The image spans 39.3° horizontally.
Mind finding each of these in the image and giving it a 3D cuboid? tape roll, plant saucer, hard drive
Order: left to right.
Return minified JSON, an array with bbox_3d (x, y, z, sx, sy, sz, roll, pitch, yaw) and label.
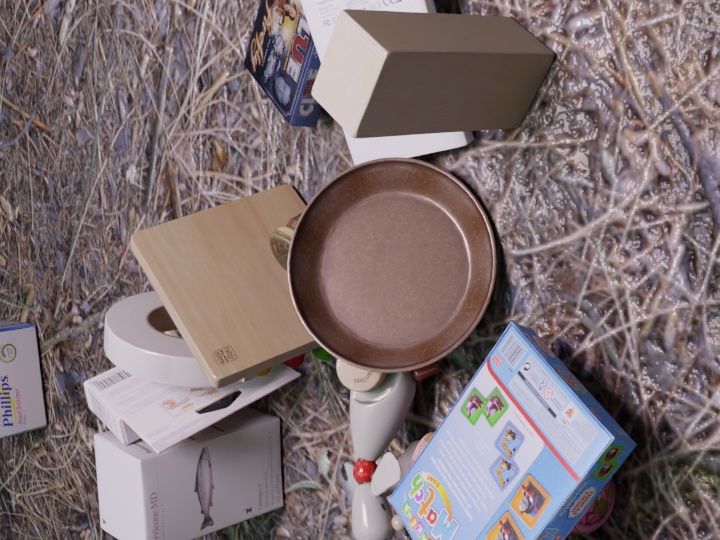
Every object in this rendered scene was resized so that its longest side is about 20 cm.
[{"bbox_3d":[-0.196,0.075,1.170,0.202,0.201,0.038,26,116,43],"label":"tape roll"},{"bbox_3d":[0.019,-0.204,0.935,0.130,0.025,0.203,-7,110,37],"label":"hard drive"},{"bbox_3d":[0.030,-0.004,0.949,0.197,0.037,0.204,-2,77,10],"label":"plant saucer"}]

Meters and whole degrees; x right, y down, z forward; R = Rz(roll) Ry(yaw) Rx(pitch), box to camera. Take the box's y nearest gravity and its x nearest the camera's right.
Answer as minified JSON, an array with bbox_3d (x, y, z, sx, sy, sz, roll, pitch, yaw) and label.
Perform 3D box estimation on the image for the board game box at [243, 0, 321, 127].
[{"bbox_3d":[-0.059,-0.272,1.050,0.136,0.034,0.202,53,134,42],"label":"board game box"}]

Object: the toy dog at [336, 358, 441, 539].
[{"bbox_3d":[0.037,0.162,0.997,0.095,0.132,0.204,-4,103,19],"label":"toy dog"}]

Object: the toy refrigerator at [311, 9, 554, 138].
[{"bbox_3d":[0.061,-0.163,0.824,0.070,0.198,0.077,48,130,31],"label":"toy refrigerator"}]

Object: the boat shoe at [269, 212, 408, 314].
[{"bbox_3d":[0.000,0.000,1.023,0.199,0.068,0.072,33,151,21],"label":"boat shoe"}]

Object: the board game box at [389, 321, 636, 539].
[{"bbox_3d":[0.117,0.169,0.833,0.201,0.036,0.152,-57,39,16],"label":"board game box"}]

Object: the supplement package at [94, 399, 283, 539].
[{"bbox_3d":[-0.203,0.242,1.210,0.116,0.198,0.119,10,106,47],"label":"supplement package"}]

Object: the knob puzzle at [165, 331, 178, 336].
[{"bbox_3d":[-0.292,0.157,1.426,0.218,0.030,0.224,12,106,47],"label":"knob puzzle"}]

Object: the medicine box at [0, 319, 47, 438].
[{"bbox_3d":[-0.651,0.188,1.793,0.198,0.102,0.186,2,99,48],"label":"medicine box"}]

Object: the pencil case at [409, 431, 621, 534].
[{"bbox_3d":[0.130,0.185,0.903,0.198,0.086,0.084,-12,107,48],"label":"pencil case"}]

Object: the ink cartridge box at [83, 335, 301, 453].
[{"bbox_3d":[-0.194,0.142,1.178,0.175,0.198,0.045,30,134,42],"label":"ink cartridge box"}]

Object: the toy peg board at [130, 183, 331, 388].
[{"bbox_3d":[-0.118,0.033,1.088,0.201,0.197,0.099,53,148,28],"label":"toy peg board"}]
